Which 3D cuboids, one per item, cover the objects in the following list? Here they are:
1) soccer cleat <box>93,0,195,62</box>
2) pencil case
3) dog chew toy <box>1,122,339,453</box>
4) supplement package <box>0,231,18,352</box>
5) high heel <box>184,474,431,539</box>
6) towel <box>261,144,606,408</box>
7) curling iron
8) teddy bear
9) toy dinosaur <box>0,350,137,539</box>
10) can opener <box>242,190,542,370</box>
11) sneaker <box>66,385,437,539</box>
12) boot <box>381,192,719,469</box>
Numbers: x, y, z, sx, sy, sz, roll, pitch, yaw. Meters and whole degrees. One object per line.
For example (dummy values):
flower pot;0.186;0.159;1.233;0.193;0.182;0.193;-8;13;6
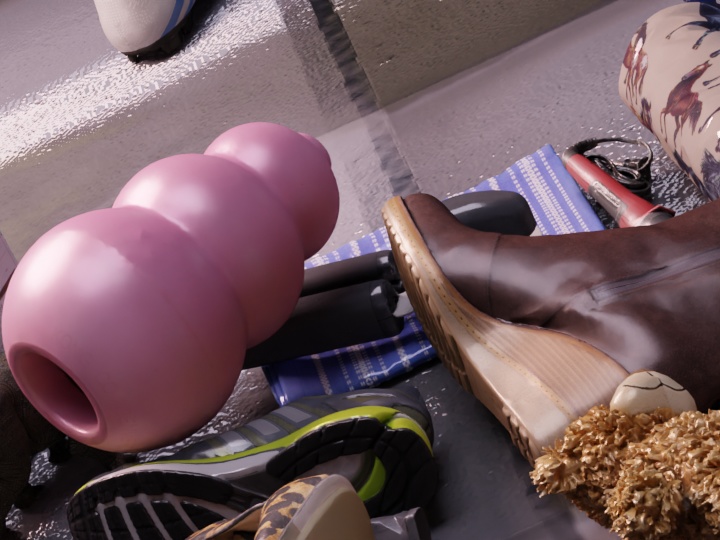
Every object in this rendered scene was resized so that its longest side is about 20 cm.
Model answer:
soccer cleat;-0.134;-0.228;2.064;0.070;0.086;0.200;-12;30;25
pencil case;0.203;-0.079;1.524;0.089;0.078;0.200;-30;27;0
dog chew toy;-0.087;-0.001;1.481;0.124;0.125;0.200;8;44;47
supplement package;-0.263;0.022;1.611;0.117;0.200;0.117;-12;30;27
high heel;-0.058;0.138;1.309;0.142;0.072;0.200;-13;-7;15
towel;0.034;0.004;1.583;0.200;0.024;0.145;-25;28;1
curling iron;0.158;-0.027;1.519;0.050;0.026;0.200;-10;26;-15
teddy bear;0.161;0.085;1.260;0.145;0.067;0.200;-19;18;-13
toy dinosaur;-0.183;0.080;1.549;0.200;0.102;0.077;-37;29;-22
can opener;0.000;0.000;1.531;0.200;0.067;0.053;-13;31;17
sneaker;-0.050;0.106;1.443;0.200;0.074;0.081;-14;15;17
boot;0.118;0.004;1.428;0.166;0.072;0.200;-29;50;-10
